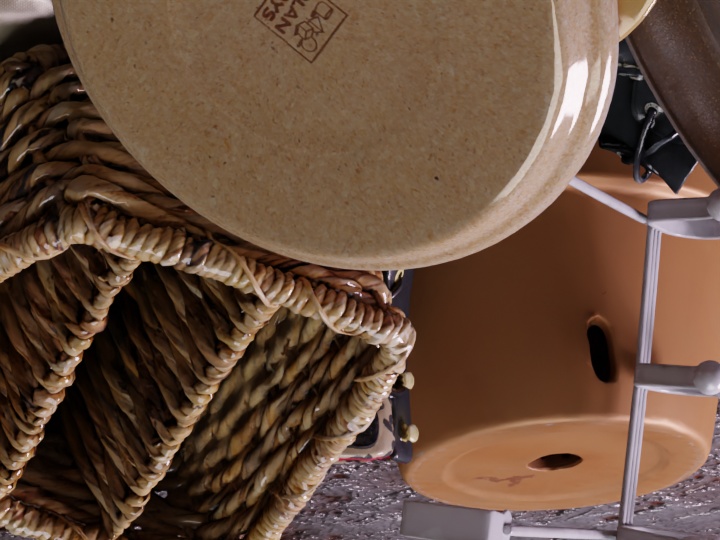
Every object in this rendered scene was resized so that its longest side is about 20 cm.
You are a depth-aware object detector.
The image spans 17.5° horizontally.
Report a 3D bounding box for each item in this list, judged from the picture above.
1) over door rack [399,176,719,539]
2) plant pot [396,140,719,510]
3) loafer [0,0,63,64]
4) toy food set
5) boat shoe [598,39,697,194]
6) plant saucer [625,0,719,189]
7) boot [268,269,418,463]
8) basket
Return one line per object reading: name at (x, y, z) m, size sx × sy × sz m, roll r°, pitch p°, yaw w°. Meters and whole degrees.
over door rack at (0.097, 0.037, 0.889) m, size 0.066 × 0.148 × 0.200 m, roll 2°, pitch 174°, yaw 34°
plant pot at (0.083, 0.023, 1.056) m, size 0.200 × 0.140 × 0.200 m, roll -4°, pitch 158°, yaw -1°
loafer at (-0.160, -0.096, 0.820) m, size 0.200 × 0.068 × 0.076 m, roll 18°, pitch 150°, yaw -42°
toy food set at (-0.011, -0.091, 0.738) m, size 0.198 × 0.049 × 0.200 m, roll 26°, pitch 127°, yaw 7°
boat shoe at (0.136, -0.063, 0.944) m, size 0.199 × 0.066 × 0.075 m, roll 1°, pitch 158°, yaw -11°
plant saucer at (0.146, -0.080, 0.778) m, size 0.032 × 0.200 × 0.200 m, roll -32°, pitch 164°, yaw -16°
boot at (0.000, 0.000, 0.927) m, size 0.073 × 0.151 × 0.200 m, roll 4°, pitch 172°, yaw -20°
basket at (-0.096, 0.028, 0.874) m, size 0.142 × 0.149 × 0.200 m, roll -8°, pitch 151°, yaw -34°
